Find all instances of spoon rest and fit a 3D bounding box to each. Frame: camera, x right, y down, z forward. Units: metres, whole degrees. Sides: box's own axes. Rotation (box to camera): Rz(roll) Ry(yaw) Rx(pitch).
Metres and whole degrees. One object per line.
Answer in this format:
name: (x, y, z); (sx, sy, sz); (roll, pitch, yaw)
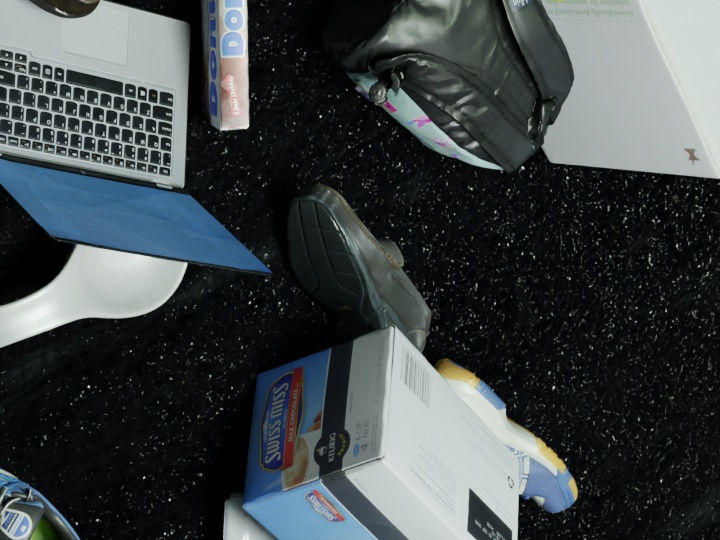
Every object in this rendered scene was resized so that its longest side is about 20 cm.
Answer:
spoon rest: (-0.195, 0.004, 1.498); (0.200, 0.061, 0.100); (-32, 116, -35)

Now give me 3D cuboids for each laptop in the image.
laptop: (-0.161, -0.100, 1.445); (0.187, 0.116, 0.201); (10, 78, -42)

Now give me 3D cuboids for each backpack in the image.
backpack: (0.075, -0.172, 1.678); (0.167, 0.127, 0.200); (-50, 129, -4)

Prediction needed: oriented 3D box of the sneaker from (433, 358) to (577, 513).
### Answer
sneaker: (0.104, 0.160, 1.815); (0.200, 0.075, 0.088); (43, 80, -32)

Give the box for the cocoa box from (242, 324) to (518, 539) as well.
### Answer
cocoa box: (0.019, 0.164, 1.654); (0.200, 0.131, 0.134); (47, 34, -38)

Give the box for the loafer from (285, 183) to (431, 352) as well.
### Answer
loafer: (0.000, 0.000, 1.684); (0.072, 0.073, 0.200); (-57, 140, -32)

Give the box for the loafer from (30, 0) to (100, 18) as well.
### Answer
loafer: (-0.215, -0.256, 1.414); (0.200, 0.071, 0.073); (62, 38, -30)

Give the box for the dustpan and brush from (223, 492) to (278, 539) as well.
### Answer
dustpan and brush: (-0.045, 0.252, 1.700); (0.200, 0.057, 0.140); (10, 79, -38)

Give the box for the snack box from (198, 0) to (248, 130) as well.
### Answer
snack box: (-0.100, -0.205, 1.543); (0.024, 0.072, 0.201); (-3, 101, -16)

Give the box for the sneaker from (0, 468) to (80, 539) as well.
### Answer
sneaker: (-0.260, 0.155, 1.444); (0.200, 0.089, 0.079); (37, 71, -41)

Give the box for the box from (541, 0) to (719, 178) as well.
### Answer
box: (0.236, -0.206, 1.775); (0.171, 0.199, 0.200); (-48, 125, -26)
